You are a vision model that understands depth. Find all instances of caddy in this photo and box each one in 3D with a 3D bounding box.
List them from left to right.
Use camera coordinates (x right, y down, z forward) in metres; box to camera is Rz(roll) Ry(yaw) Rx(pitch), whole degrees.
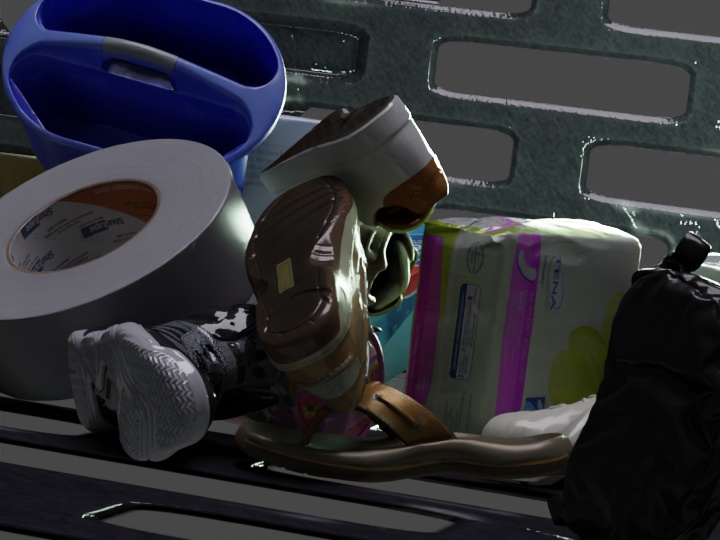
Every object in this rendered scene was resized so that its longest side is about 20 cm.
[{"bbox_3d":[-0.148,-0.125,1.672,0.199,0.142,0.105,16,-28,10],"label":"caddy"}]

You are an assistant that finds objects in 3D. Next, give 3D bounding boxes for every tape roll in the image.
[{"bbox_3d":[-0.165,-0.003,1.542,0.199,0.066,0.201,-16,31,9],"label":"tape roll"}]

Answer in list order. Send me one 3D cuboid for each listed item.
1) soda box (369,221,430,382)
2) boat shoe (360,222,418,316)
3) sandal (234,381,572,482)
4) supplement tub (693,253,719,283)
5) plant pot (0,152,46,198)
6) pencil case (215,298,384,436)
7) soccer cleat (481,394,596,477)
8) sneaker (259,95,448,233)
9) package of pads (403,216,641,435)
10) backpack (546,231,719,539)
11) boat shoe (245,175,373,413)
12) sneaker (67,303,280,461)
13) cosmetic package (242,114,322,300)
[{"bbox_3d":[0.012,0.032,1.709,0.064,0.068,0.200,9,26,39],"label":"soda box"},{"bbox_3d":[0.000,0.000,1.582,0.068,0.075,0.200,17,11,13],"label":"boat shoe"},{"bbox_3d":[0.026,0.090,1.391,0.199,0.054,0.080,1,3,-8],"label":"sandal"},{"bbox_3d":[0.280,0.058,1.814,0.140,0.141,0.200,9,4,25],"label":"supplement tub"},{"bbox_3d":[-0.201,-0.013,1.956,0.199,0.143,0.200,7,1,0],"label":"plant pot"},{"bbox_3d":[-0.075,0.056,1.532,0.087,0.088,0.199,4,5,-45],"label":"pencil case"},{"bbox_3d":[0.165,0.093,1.487,0.199,0.078,0.069,6,3,-23],"label":"soccer cleat"},{"bbox_3d":[-0.004,-0.055,1.539,0.085,0.073,0.200,52,-15,-11],"label":"sneaker"},{"bbox_3d":[0.105,0.042,1.564,0.068,0.155,0.200,9,3,33],"label":"package of pads"},{"bbox_3d":[0.215,0.086,1.241,0.199,0.168,0.127,9,21,-37],"label":"backpack"},{"bbox_3d":[-0.024,0.018,1.417,0.071,0.076,0.200,-26,26,17],"label":"boat shoe"},{"bbox_3d":[-0.092,0.057,1.374,0.113,0.076,0.200,-11,6,-21],"label":"sneaker"},{"bbox_3d":[-0.128,-0.023,1.790,0.198,0.201,0.123,8,3,5],"label":"cosmetic package"}]
